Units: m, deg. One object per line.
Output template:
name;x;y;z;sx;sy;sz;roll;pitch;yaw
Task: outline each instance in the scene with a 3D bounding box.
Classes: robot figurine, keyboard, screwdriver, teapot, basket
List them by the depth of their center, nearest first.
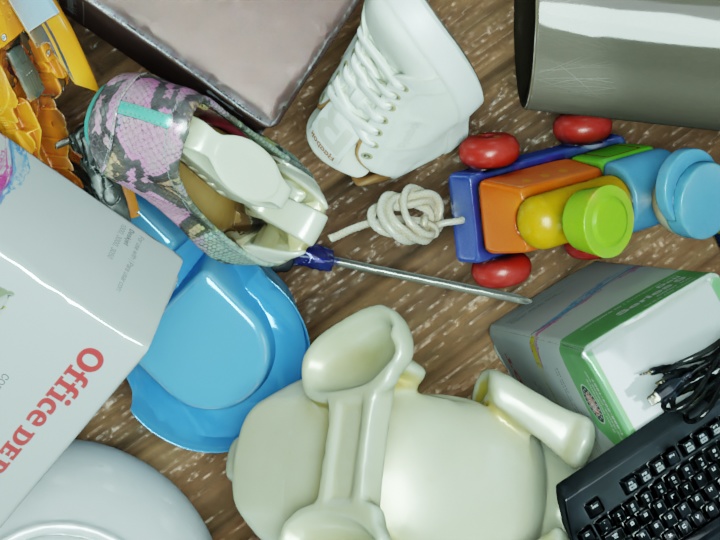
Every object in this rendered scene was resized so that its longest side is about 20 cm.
keyboard;0.185;0.078;0.922;0.199;0.040;0.104;-33;98;-10
robot figurine;-0.174;-0.080;0.946;0.058;0.144;0.201;-46;130;-35
teapot;-0.158;0.191;1.022;0.199;0.146;0.198;16;91;-10
basket;0.189;-0.144;1.062;0.199;0.181;0.136;-1;136;-2
screwdriver;0.000;0.000;1.095;0.199;0.029;0.028;14;59;-9

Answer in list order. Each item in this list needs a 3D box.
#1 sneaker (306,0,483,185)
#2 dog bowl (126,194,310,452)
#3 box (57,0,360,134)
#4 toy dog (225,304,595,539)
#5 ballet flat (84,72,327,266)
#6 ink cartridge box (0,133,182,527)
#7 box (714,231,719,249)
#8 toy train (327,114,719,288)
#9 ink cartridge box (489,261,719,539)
sneaker;0.013;-0.088;1.009;0.084;0.200;0.073;-33;74;-6
dog bowl;-0.112;0.008;1.056;0.200;0.050;0.111;44;105;-9
box;-0.064;-0.199;1.006;0.164;0.166;0.200;34;87;-9
toy dog;0.043;0.125;1.013;0.199;0.194;0.140;18;61;-34
ballet flat;-0.059;-0.041;0.946;0.071;0.200;0.069;19;82;29
ink cartridge box;-0.206;0.007;0.896;0.200;0.085;0.145;34;119;-14
box;0.309;-0.048;1.120;0.199;0.070;0.065;-27;98;-7
toy train;0.096;-0.028;1.033;0.199;0.115;0.085;-16;105;-33
ink cartridge box;0.157;0.078;1.039;0.087;0.200;0.146;-31;96;-9
